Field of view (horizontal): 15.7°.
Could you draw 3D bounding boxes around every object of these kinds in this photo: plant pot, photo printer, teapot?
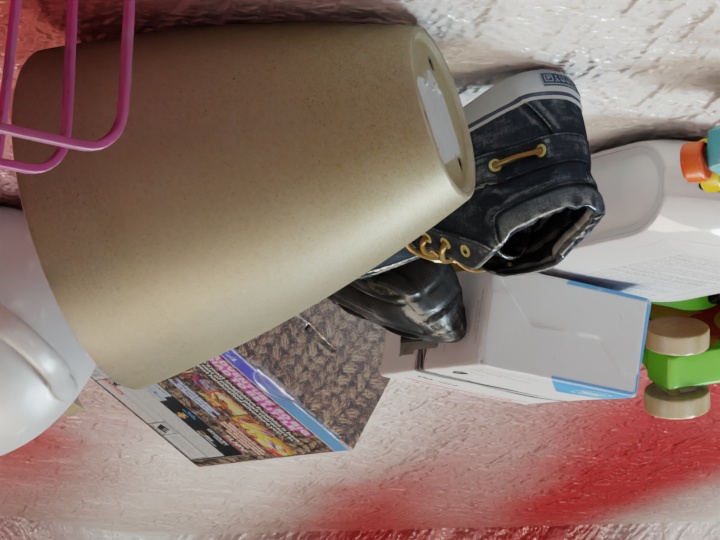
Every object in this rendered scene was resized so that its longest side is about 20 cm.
[{"bbox_3d":[-0.049,-0.053,1.359,0.200,0.187,0.187,-15,164,16],"label":"plant pot"},{"bbox_3d":[0.196,-0.030,1.632,0.166,0.069,0.200,10,168,-30],"label":"photo printer"},{"bbox_3d":[-0.279,0.027,1.803,0.200,0.197,0.146,-21,136,22],"label":"teapot"}]

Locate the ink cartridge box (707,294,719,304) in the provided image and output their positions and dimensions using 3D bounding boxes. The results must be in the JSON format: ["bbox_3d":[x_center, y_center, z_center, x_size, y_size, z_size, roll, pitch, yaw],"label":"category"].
[{"bbox_3d":[0.360,-0.003,1.817,0.200,0.047,0.198,5,169,-4],"label":"ink cartridge box"}]

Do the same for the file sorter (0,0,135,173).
[{"bbox_3d":[-0.210,-0.105,1.194,0.139,0.125,0.200,12,166,-39],"label":"file sorter"}]

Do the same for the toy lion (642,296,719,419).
[{"bbox_3d":[0.272,0.046,1.925,0.192,0.069,0.200,-9,-161,-22],"label":"toy lion"}]

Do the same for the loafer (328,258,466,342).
[{"bbox_3d":[0.000,0.000,1.689,0.201,0.068,0.070,27,153,55],"label":"loafer"}]

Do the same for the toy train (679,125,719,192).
[{"bbox_3d":[0.276,-0.077,1.436,0.200,0.056,0.150,4,168,-24],"label":"toy train"}]

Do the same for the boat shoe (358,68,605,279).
[{"bbox_3d":[0.050,-0.026,1.464,0.071,0.091,0.200,15,141,-41],"label":"boat shoe"}]

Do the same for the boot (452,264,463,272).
[{"bbox_3d":[0.096,-0.004,1.835,0.175,0.066,0.200,-1,169,-16],"label":"boot"}]

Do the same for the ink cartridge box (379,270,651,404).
[{"bbox_3d":[0.091,0.046,1.726,0.116,0.068,0.200,13,171,-21],"label":"ink cartridge box"}]

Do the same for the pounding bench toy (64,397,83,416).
[{"bbox_3d":[-0.322,0.045,2.042,0.156,0.200,0.124,-29,172,-3],"label":"pounding bench toy"}]

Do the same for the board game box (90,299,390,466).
[{"bbox_3d":[-0.097,0.054,1.905,0.159,0.097,0.200,42,150,-25],"label":"board game box"}]
